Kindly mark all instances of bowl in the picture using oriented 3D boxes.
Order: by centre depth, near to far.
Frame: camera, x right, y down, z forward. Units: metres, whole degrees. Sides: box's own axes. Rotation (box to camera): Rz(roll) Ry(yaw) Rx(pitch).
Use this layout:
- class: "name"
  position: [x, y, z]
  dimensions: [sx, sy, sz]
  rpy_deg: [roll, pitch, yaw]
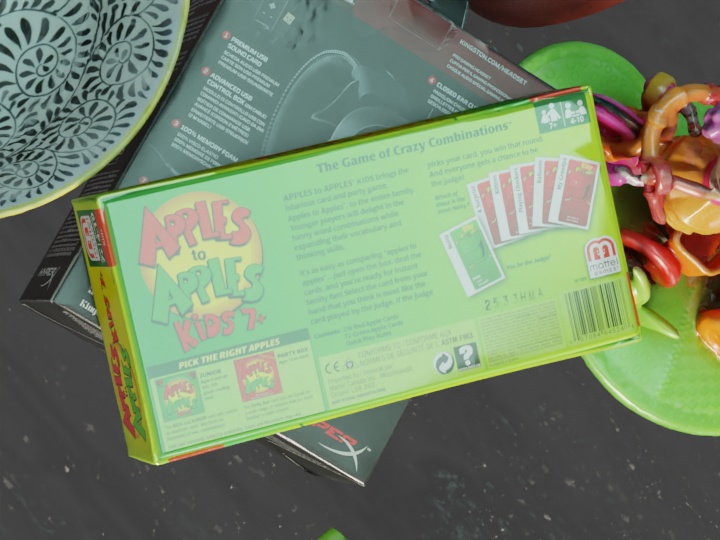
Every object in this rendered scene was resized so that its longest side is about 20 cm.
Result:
- class: "bowl"
  position: [-0.174, -0.113, 1.045]
  dimensions: [0.200, 0.094, 0.202]
  rpy_deg: [2, 84, -21]

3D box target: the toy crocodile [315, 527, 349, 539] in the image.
- class: "toy crocodile"
  position: [0.036, 0.193, 1.119]
  dimensions: [0.067, 0.062, 0.200]
  rpy_deg: [-43, 95, -18]

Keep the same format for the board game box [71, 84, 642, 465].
- class: "board game box"
  position: [0.000, 0.000, 1.038]
  dimensions: [0.199, 0.048, 0.102]
  rpy_deg: [-14, 94, -17]

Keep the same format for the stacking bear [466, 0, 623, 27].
- class: "stacking bear"
  position: [0.039, -0.186, 1.071]
  dimensions: [0.114, 0.200, 0.122]
  rpy_deg: [-40, 56, 8]

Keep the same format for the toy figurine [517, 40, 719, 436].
- class: "toy figurine"
  position: [0.166, -0.028, 1.116]
  dimensions: [0.200, 0.184, 0.150]
  rpy_deg: [45, 72, -10]

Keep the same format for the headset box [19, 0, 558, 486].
- class: "headset box"
  position: [-0.021, -0.037, 1.096]
  dimensions: [0.149, 0.077, 0.200]
  rpy_deg: [31, 80, -15]
